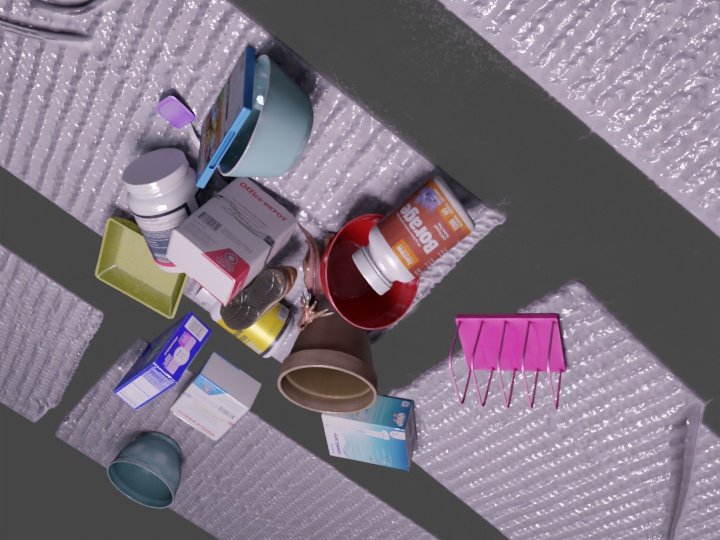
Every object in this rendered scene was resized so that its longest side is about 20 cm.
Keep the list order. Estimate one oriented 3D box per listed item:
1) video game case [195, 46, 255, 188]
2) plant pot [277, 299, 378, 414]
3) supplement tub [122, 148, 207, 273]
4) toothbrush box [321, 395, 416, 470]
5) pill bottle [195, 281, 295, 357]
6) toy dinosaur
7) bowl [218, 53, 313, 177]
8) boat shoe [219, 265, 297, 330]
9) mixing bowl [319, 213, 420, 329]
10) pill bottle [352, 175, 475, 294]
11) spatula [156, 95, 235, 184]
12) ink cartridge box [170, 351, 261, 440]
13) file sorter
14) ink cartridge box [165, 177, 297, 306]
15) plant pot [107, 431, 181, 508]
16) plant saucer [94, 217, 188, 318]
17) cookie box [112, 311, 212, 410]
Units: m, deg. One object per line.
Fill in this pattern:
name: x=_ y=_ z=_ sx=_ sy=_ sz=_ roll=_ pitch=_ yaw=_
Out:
video game case: x=-0.227 y=-0.253 z=1.308 sx=0.017 sy=0.146 sz=0.200 roll=17 pitch=140 yaw=-26
plant pot: x=-0.054 y=0.163 z=1.557 sx=0.195 sy=0.177 sz=0.202 roll=6 pitch=145 yaw=4
supplement tub: x=-0.356 y=-0.111 z=1.483 sx=0.137 sy=0.142 sz=0.203 roll=2 pitch=130 yaw=21
toothbrush box: x=0.022 y=0.359 z=1.776 sx=0.195 sy=0.086 sz=0.149 roll=5 pitch=132 yaw=17
pill bottle: x=-0.240 y=0.080 z=1.622 sx=0.199 sy=0.113 sz=0.112 roll=38 pitch=133 yaw=-13
toy dinosaur: x=-0.083 y=0.013 z=1.482 sx=0.084 sy=0.137 sz=0.203 roll=5 pitch=131 yaw=18
bowl: x=-0.146 y=-0.233 z=1.273 sx=0.103 sy=0.204 sz=0.201 roll=19 pitch=139 yaw=-26
boat shoe: x=-0.190 y=0.052 z=1.504 sx=0.198 sy=0.073 sz=0.077 roll=-31 pitch=87 yaw=36
mixing bowl: x=0.000 y=0.000 z=1.422 sx=0.201 sy=0.201 sz=0.108 roll=49 pitch=159 yaw=-23
pill bottle: x=0.086 y=-0.054 z=1.312 sx=0.199 sy=0.113 sz=0.113 roll=-39 pitch=112 yaw=8
spatula: x=-0.295 y=-0.233 z=1.435 sx=0.056 sy=0.021 sz=0.201 roll=-19 pitch=120 yaw=33
ink cartridge box: x=-0.351 y=0.306 z=1.886 sx=0.143 sy=0.085 sz=0.200 roll=36 pitch=132 yaw=-10
file sorter: x=0.277 y=0.178 z=1.482 sx=0.195 sy=0.127 sz=0.141 roll=-2 pitch=130 yaw=23
ink cartridge box: x=-0.230 y=-0.059 z=1.419 sx=0.144 sy=0.200 sz=0.085 roll=38 pitch=138 yaw=5
plant pot: x=-0.570 y=0.531 z=2.140 sx=0.196 sy=0.135 sz=0.203 roll=12 pitch=134 yaw=13
plant saucer: x=-0.457 y=-0.014 z=1.676 sx=0.197 sy=0.048 sz=0.201 roll=30 pitch=134 yaw=-3
cookie box: x=-0.450 y=0.207 z=1.782 sx=0.075 sy=0.172 sz=0.199 roll=44 pitch=132 yaw=-15
